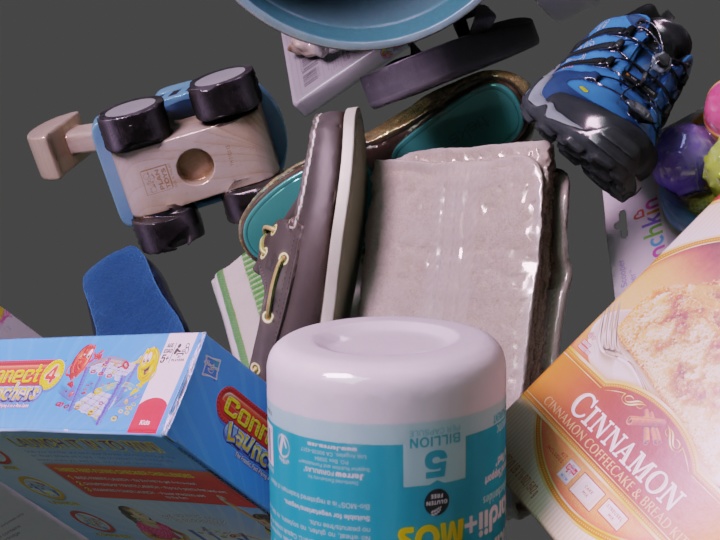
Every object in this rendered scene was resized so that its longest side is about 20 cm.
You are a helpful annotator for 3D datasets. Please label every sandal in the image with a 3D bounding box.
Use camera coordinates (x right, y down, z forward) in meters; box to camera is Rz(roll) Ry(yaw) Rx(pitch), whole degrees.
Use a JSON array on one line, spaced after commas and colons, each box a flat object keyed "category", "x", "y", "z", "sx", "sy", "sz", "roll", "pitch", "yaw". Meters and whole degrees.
[{"category": "sandal", "x": 0.056, "y": -0.136, "z": 0.963, "sx": 0.076, "sy": 0.043, "sz": 0.200, "roll": -20, "pitch": 5, "yaw": 21}]

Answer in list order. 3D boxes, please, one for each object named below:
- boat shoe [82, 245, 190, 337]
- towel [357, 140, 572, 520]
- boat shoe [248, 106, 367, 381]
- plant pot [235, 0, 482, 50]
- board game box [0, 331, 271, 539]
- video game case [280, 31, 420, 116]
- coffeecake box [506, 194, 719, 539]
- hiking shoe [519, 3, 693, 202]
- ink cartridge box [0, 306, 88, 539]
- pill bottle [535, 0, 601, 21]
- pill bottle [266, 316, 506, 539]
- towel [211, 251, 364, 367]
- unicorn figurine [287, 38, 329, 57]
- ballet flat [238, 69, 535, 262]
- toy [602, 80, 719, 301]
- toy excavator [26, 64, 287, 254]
[{"category": "boat shoe", "x": -0.128, "y": 0.057, "z": 1.049, "sx": 0.084, "sy": 0.069, "sz": 0.200, "roll": -24, "pitch": 37, "yaw": 8}, {"category": "towel", "x": 0.050, "y": 0.029, "z": 0.884, "sx": 0.132, "sy": 0.034, "sz": 0.201, "roll": 0, "pitch": 79, "yaw": 44}, {"category": "boat shoe", "x": -0.033, "y": 0.006, "z": 0.927, "sx": 0.060, "sy": 0.072, "sz": 0.203, "roll": 6, "pitch": 93, "yaw": 11}, {"category": "plant pot", "x": -0.007, "y": -0.247, "z": 0.960, "sx": 0.200, "sy": 0.200, "sz": 0.188, "roll": -40, "pitch": 17, "yaw": 8}, {"category": "board game box", "x": -0.097, "y": 0.108, "z": 0.865, "sx": 0.199, "sy": 0.196, "sz": 0.056, "roll": -3, "pitch": 55, "yaw": 41}, {"category": "video game case", "x": 0.027, "y": -0.210, "z": 1.171, "sx": 0.199, "sy": 0.018, "sz": 0.144, "roll": -32, "pitch": 40, "yaw": 19}, {"category": "coffeecake box", "x": 0.173, "y": 0.066, "z": 0.745, "sx": 0.200, "sy": 0.073, "sz": 0.154, "roll": -45, "pitch": 36, "yaw": 2}, {"category": "hiking shoe", "x": 0.136, "y": -0.101, "z": 0.864, "sx": 0.087, "sy": 0.074, "sz": 0.200, "roll": -48, "pitch": 9, "yaw": 16}, {"category": "ink cartridge box", "x": -0.265, "y": 0.088, "z": 1.039, "sx": 0.083, "sy": 0.200, "sz": 0.146, "roll": -29, "pitch": 41, "yaw": 21}, {"category": "pill bottle", "x": 0.183, "y": -0.238, "z": 0.969, "sx": 0.199, "sy": 0.114, "sz": 0.115, "roll": -27, "pitch": 42, "yaw": 23}, {"category": "pill bottle", "x": 0.013, "y": 0.128, "z": 0.754, "sx": 0.110, "sy": 0.110, "sz": 0.201, "roll": 12, "pitch": 107, "yaw": 48}, {"category": "towel", "x": 0.000, "y": 0.000, "z": 1.011, "sx": 0.200, "sy": 0.023, "sz": 0.153, "roll": -35, "pitch": 40, "yaw": 13}, {"category": "unicorn figurine", "x": -0.032, "y": -0.202, "z": 1.115, "sx": 0.074, "sy": 0.199, "sz": 0.137, "roll": -63, "pitch": 13, "yaw": -12}, {"category": "ballet flat", "x": 0.020, "y": -0.060, "z": 0.981, "sx": 0.199, "sy": 0.071, "sz": 0.071, "roll": -29, "pitch": 41, "yaw": 17}, {"category": "toy", "x": 0.207, "y": -0.071, "z": 0.853, "sx": 0.199, "sy": 0.047, "sz": 0.116, "roll": -25, "pitch": 41, "yaw": 26}, {"category": "toy excavator", "x": -0.148, "y": -0.088, "z": 1.164, "sx": 0.193, "sy": 0.100, "sz": 0.200, "roll": -17, "pitch": 19, "yaw": 2}]
